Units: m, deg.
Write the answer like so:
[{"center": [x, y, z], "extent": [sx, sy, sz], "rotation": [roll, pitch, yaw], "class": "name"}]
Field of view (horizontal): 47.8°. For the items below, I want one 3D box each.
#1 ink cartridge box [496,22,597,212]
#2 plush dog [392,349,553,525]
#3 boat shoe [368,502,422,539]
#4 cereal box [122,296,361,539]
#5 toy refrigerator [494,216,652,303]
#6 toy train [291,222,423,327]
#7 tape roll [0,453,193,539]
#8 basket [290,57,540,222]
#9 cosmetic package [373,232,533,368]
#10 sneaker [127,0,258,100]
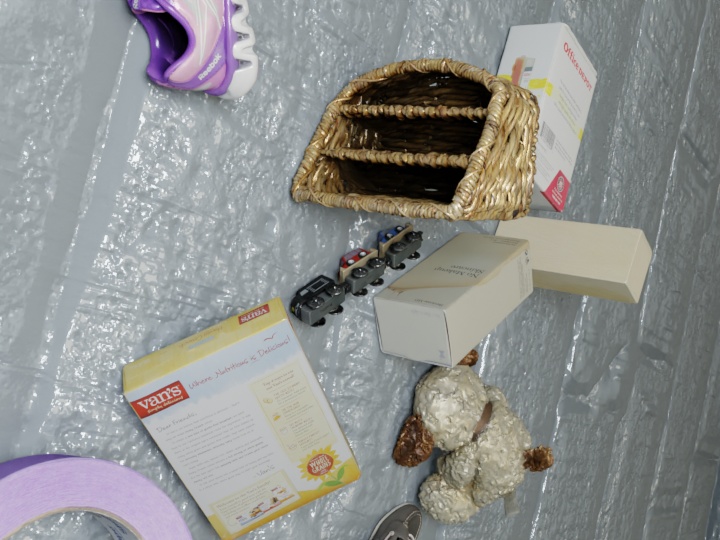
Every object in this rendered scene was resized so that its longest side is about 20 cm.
[{"center": [0.235, -0.201, 1.081], "extent": [0.145, 0.082, 0.204], "rotation": [31, 73, -51], "class": "ink cartridge box"}, {"center": [0.132, 0.194, 1.006], "extent": [0.171, 0.159, 0.202], "rotation": [42, 60, -19], "class": "plush dog"}, {"center": [0.025, 0.345, 0.949], "extent": [0.199, 0.056, 0.068], "rotation": [-28, 119, -46], "class": "boat shoe"}, {"center": [-0.095, 0.133, 0.696], "extent": [0.141, 0.040, 0.203], "rotation": [-23, 124, -3], "class": "cereal box"}, {"center": [0.276, -0.017, 1.081], "extent": [0.070, 0.197, 0.077], "rotation": [41, 65, -48], "class": "toy refrigerator"}, {"center": [0.000, 0.000, 0.849], "extent": [0.199, 0.045, 0.035], "rotation": [-34, 135, -41], "class": "toy train"}, {"center": [-0.210, 0.230, 0.553], "extent": [0.197, 0.065, 0.205], "rotation": [8, 78, -39], "class": "tape roll"}, {"center": [0.052, -0.127, 0.760], "extent": [0.148, 0.197, 0.146], "rotation": [-6, 104, -51], "class": "basket"}, {"center": [0.114, 0.028, 0.959], "extent": [0.199, 0.102, 0.075], "rotation": [-34, 122, -45], "class": "cosmetic package"}, {"center": [-0.133, -0.225, 0.602], "extent": [0.088, 0.080, 0.205], "rotation": [-21, 115, -40], "class": "sneaker"}]
